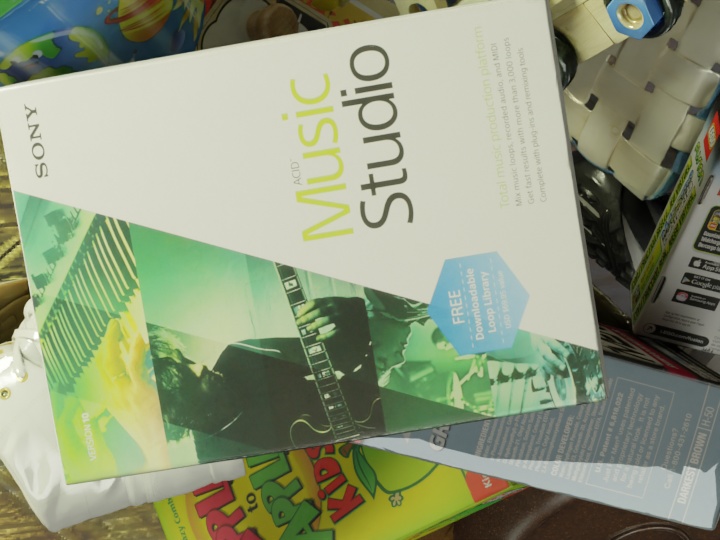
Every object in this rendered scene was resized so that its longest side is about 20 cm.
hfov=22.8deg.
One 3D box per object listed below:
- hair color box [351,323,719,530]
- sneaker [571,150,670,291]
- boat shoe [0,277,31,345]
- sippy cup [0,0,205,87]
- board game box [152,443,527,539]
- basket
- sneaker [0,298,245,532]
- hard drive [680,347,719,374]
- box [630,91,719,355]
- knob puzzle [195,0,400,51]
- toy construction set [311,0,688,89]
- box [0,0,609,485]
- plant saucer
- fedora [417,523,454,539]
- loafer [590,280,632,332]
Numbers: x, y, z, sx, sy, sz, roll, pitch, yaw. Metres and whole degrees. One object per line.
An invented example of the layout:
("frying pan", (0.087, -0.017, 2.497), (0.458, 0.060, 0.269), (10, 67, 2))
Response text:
("hair color box", (0.046, 0.043, 0.726), (0.199, 0.099, 0.061), (14, 97, -12))
("sneaker", (0.145, -0.032, 0.897), (0.079, 0.074, 0.200), (-48, 157, 8))
("boat shoe", (-0.183, 0.033, 0.847), (0.199, 0.065, 0.074), (-3, 105, -29))
("sippy cup", (-0.127, -0.120, 0.682), (0.177, 0.141, 0.130), (2, 158, 27))
("board game box", (-0.013, 0.101, 0.918), (0.199, 0.102, 0.048), (-29, 167, 26))
("basket", (0.171, -0.118, 0.806), (0.200, 0.139, 0.177), (-29, 152, -47))
("sneaker", (-0.134, 0.017, 0.787), (0.115, 0.074, 0.201), (-19, 99, -7))
("hard drive", (0.217, 0.065, 1.065), (0.139, 0.038, 0.200), (13, 127, -32))
("box", (0.225, 0.001, 0.748), (0.198, 0.035, 0.111), (14, 129, -6))
("knob puzzle", (-0.025, -0.033, 0.782), (0.219, 0.030, 0.222), (-5, 98, -40))
("toy construction set", (0.058, -0.133, 0.683), (0.092, 0.200, 0.131), (-44, 101, -22))
("box", (-0.021, -0.011, 0.636), (0.198, 0.036, 0.146), (-10, 94, 5))
("plant saucer", (0.150, 0.142, 0.972), (0.199, 0.035, 0.201), (-7, 136, -6))
("fedora", (0.030, 0.145, 1.033), (0.199, 0.082, 0.201), (-12, 138, -11))
("loafer", (0.132, 0.066, 0.963), (0.200, 0.067, 0.076), (41, 73, -27))
